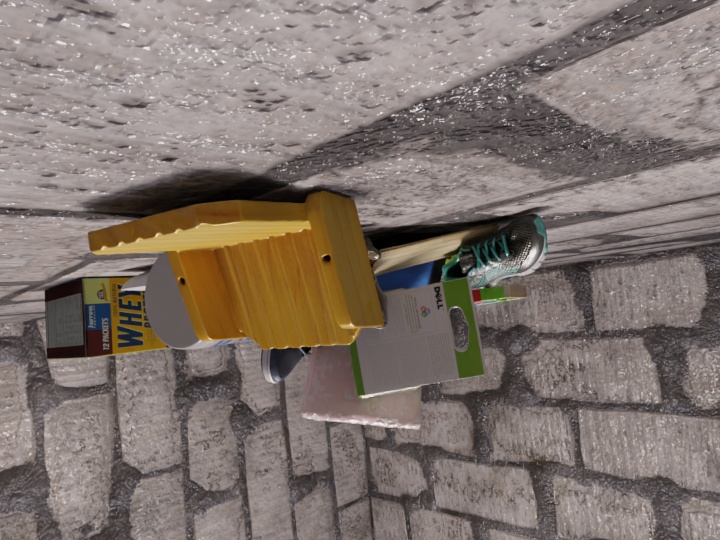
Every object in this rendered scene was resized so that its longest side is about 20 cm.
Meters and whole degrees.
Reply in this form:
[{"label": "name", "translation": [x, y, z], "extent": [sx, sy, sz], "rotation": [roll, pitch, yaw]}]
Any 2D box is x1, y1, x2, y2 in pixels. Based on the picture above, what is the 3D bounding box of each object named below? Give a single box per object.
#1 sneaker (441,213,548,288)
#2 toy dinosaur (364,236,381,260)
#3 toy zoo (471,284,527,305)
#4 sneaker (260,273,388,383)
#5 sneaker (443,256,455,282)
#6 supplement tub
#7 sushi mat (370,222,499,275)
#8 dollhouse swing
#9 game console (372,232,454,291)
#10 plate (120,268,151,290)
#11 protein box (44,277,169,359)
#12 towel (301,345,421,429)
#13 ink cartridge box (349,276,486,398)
[{"label": "sneaker", "translation": [0.189, -0.017, 0.775], "extent": [0.089, 0.079, 0.200], "rotation": [-7, 160, -25]}, {"label": "toy dinosaur", "translation": [-0.069, -0.025, 0.726], "extent": [0.194, 0.049, 0.088], "rotation": [-5, 166, 4]}, {"label": "toy zoo", "translation": [0.170, 0.049, 0.897], "extent": [0.196, 0.021, 0.130], "rotation": [-11, 172, 27]}, {"label": "sneaker", "translation": [-0.044, 0.077, 0.746], "extent": [0.143, 0.205, 0.077], "rotation": [14, 156, 28]}, {"label": "sneaker", "translation": [0.213, -0.004, 1.148], "extent": [0.072, 0.086, 0.200], "rotation": [-6, 175, 12]}, {"label": "supplement tub", "translation": [-0.185, 0.036, 0.752], "extent": [0.129, 0.136, 0.199], "rotation": [-8, 177, 25]}, {"label": "sushi mat", "translation": [0.104, -0.029, 0.793], "extent": [0.195, 0.012, 0.096], "rotation": [-14, 164, -17]}, {"label": "dollhouse swing", "translation": [-0.112, 0.020, 0.491], "extent": [0.196, 0.186, 0.176], "rotation": [-7, -164, 27]}, {"label": "game console", "translation": [0.093, 0.008, 0.893], "extent": [0.196, 0.120, 0.175], "rotation": [-4, 176, -32]}, {"label": "plate", "translation": [-0.274, 0.007, 0.921], "extent": [0.196, 0.033, 0.198], "rotation": [-10, 175, 31]}, {"label": "protein box", "translation": [-0.476, 0.092, 1.037], "extent": [0.197, 0.139, 0.196], "rotation": [-9, 174, 41]}, {"label": "towel", "translation": [0.009, 0.164, 0.902], "extent": [0.194, 0.195, 0.033], "rotation": [4, 149, 6]}, {"label": "ink cartridge box", "translation": [0.083, 0.101, 0.817], "extent": [0.195, 0.152, 0.076], "rotation": [-11, 176, 10]}]
